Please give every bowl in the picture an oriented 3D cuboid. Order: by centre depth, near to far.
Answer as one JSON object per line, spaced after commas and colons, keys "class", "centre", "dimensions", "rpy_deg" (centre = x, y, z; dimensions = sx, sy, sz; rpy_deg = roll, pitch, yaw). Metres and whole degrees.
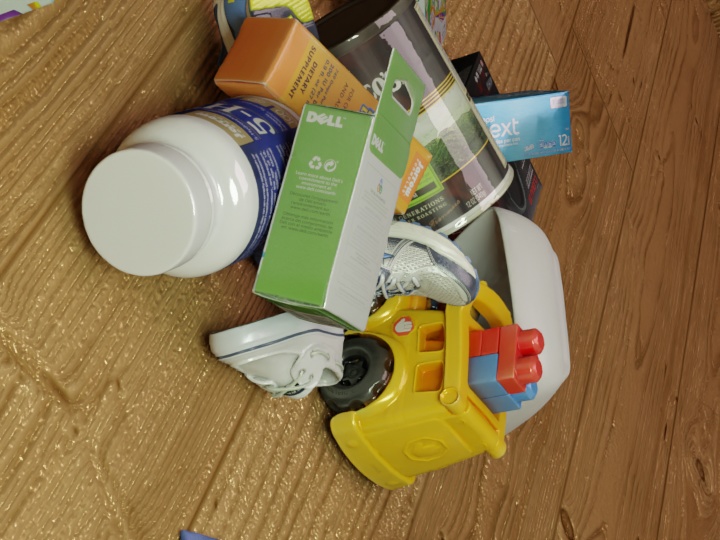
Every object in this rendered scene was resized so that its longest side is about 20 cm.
{"class": "bowl", "centre": [0.134, 0.060, 1.723], "dimensions": [0.074, 0.200, 0.200], "rpy_deg": [5, 64, -20]}

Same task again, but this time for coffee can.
{"class": "coffee can", "centre": [0.029, -0.137, 1.639], "dimensions": [0.200, 0.146, 0.146], "rpy_deg": [58, 28, -18]}

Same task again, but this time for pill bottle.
{"class": "pill bottle", "centre": [-0.117, -0.059, 1.334], "dimensions": [0.200, 0.119, 0.120], "rpy_deg": [-30, 104, -66]}

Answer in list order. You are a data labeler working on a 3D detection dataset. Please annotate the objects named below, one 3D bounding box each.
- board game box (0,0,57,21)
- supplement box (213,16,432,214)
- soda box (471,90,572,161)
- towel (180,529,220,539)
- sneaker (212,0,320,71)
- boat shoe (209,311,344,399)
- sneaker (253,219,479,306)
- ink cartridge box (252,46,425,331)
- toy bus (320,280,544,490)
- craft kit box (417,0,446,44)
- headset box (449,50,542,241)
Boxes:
{"class": "board game box", "centre": [-0.215, -0.282, 1.271], "dimensions": [0.103, 0.105, 0.200], "rpy_deg": [58, 29, -34]}
{"class": "supplement box", "centre": [-0.027, -0.124, 1.480], "dimensions": [0.200, 0.069, 0.067], "rpy_deg": [41, 67, -43]}
{"class": "soda box", "centre": [0.110, -0.138, 1.799], "dimensions": [0.200, 0.068, 0.064], "rpy_deg": [-9, 101, -28]}
{"class": "towel", "centre": [-0.086, 0.300, 1.317], "dimensions": [0.145, 0.024, 0.200], "rpy_deg": [32, 46, -53]}
{"class": "sneaker", "centre": [-0.070, -0.157, 1.536], "dimensions": [0.074, 0.082, 0.200], "rpy_deg": [-32, 118, -38]}
{"class": "boat shoe", "centre": [-0.054, 0.069, 1.450], "dimensions": [0.200, 0.073, 0.067], "rpy_deg": [-4, 79, -66]}
{"class": "sneaker", "centre": [0.000, 0.000, 1.524], "dimensions": [0.077, 0.200, 0.085], "rpy_deg": [109, 1, -58]}
{"class": "ink cartridge box", "centre": [-0.013, -0.062, 1.353], "dimensions": [0.104, 0.059, 0.200], "rpy_deg": [35, 69, -70]}
{"class": "toy bus", "centre": [0.075, 0.071, 1.587], "dimensions": [0.136, 0.192, 0.200], "rpy_deg": [47, 37, -44]}
{"class": "craft kit box", "centre": [0.056, -0.313, 1.849], "dimensions": [0.200, 0.048, 0.198], "rpy_deg": [-69, 156, -67]}
{"class": "headset box", "centre": [0.123, -0.108, 1.942], "dimensions": [0.200, 0.077, 0.149], "rpy_deg": [62, 27, -24]}
